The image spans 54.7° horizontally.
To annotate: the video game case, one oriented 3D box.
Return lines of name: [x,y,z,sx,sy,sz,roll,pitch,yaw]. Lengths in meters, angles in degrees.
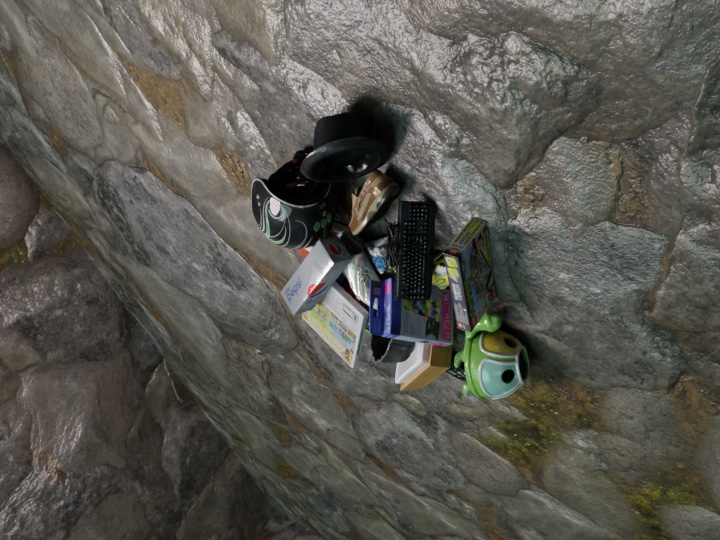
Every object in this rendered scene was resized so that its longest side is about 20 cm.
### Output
video game case: [-0.064,0.106,1.650,0.199,0.023,0.184,41,140,29]

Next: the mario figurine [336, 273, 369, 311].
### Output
mario figurine: [-0.030,0.047,1.683,0.124,0.104,0.203,-111,-3,-73]

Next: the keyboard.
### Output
keyboard: [0.097,-0.035,1.384,0.102,0.040,0.205,1,103,1]

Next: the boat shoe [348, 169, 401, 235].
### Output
boat shoe: [0.019,-0.145,1.449,0.074,0.075,0.200,51,148,6]

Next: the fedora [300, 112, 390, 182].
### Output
fedora: [-0.035,-0.244,1.342,0.200,0.197,0.094,-28,70,58]

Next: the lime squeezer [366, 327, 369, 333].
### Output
lime squeezer: [0.050,0.145,1.810,0.200,0.037,0.072,-38,66,60]

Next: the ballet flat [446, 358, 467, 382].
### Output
ballet flat: [0.258,0.237,1.658,0.198,0.058,0.066,24,-172,33]

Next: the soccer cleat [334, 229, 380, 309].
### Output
soccer cleat: [0.000,0.000,1.558,0.201,0.069,0.078,52,142,13]

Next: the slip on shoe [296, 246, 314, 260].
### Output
slip on shoe: [-0.143,-0.082,1.660,0.200,0.073,0.062,49,138,44]

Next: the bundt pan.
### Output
bundt pan: [0.088,0.118,1.582,0.074,0.206,0.202,13,153,-13]

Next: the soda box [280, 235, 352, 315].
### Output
soda box: [-0.102,0.014,1.572,0.069,0.063,0.200,56,131,19]

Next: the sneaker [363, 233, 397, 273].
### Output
sneaker: [0.066,-0.044,1.513,0.076,0.086,0.200,58,171,-12]

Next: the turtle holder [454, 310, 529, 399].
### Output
turtle holder: [0.286,0.180,1.482,0.129,0.140,0.190,-4,88,33]

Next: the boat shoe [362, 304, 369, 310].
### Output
boat shoe: [-0.043,0.130,1.849,0.072,0.070,0.199,56,153,-16]

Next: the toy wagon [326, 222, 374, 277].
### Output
toy wagon: [-0.032,-0.026,1.682,0.153,0.040,0.202,21,143,35]

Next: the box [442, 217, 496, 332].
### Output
box: [0.216,0.012,1.356,0.034,0.110,0.202,18,142,35]

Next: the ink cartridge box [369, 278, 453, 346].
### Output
ink cartridge box: [0.110,0.087,1.471,0.196,0.122,0.042,11,162,-27]

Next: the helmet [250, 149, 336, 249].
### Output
helmet: [-0.147,-0.144,1.532,0.199,0.200,0.192,35,149,13]

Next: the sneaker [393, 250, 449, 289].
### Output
sneaker: [0.148,0.006,1.467,0.198,0.075,0.077,4,132,50]

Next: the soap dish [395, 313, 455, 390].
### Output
soap dish: [0.150,0.180,1.607,0.080,0.160,0.201,15,152,-10]
